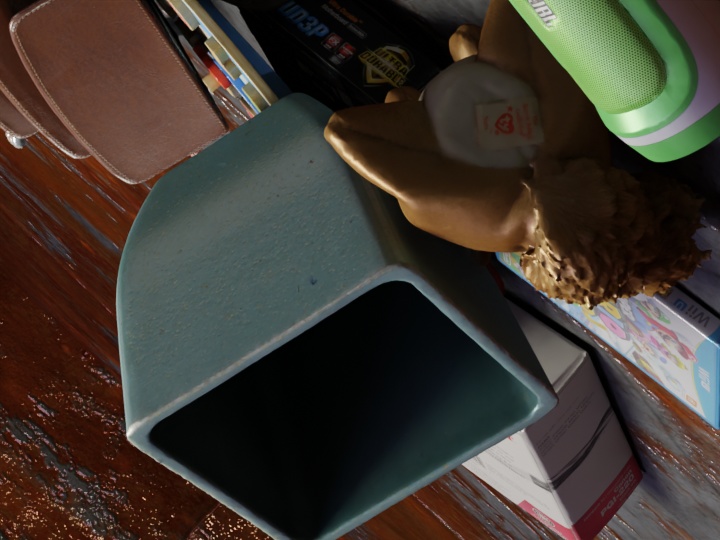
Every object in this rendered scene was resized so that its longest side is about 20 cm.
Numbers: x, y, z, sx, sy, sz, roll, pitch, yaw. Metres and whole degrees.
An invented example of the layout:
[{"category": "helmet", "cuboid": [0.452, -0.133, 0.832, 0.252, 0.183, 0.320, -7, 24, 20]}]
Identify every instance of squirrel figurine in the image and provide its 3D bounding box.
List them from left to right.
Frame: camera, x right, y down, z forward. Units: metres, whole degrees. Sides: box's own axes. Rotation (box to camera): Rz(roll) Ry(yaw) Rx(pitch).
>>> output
[{"category": "squirrel figurine", "cuboid": [0.097, -0.043, 1.405, 0.200, 0.142, 0.187, 43, 173, 14]}]

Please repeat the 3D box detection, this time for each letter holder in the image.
[{"category": "letter holder", "cuboid": [-0.197, -0.139, 1.604, 0.101, 0.142, 0.200, 59, -179, 35]}]

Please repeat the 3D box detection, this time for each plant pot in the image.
[{"category": "plant pot", "cuboid": [-0.030, 0.014, 1.493, 0.196, 0.196, 0.200, 41, -156, -47]}]

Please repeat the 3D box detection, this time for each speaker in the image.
[{"category": "speaker", "cuboid": [0.105, -0.148, 1.163, 0.200, 0.088, 0.088, 49, 166, -20]}]

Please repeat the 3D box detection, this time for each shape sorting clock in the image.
[{"category": "shape sorting clock", "cuboid": [-0.085, -0.133, 1.611, 0.200, 0.039, 0.200, 48, -179, -1]}]

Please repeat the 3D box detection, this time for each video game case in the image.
[{"category": "video game case", "cuboid": [0.163, 0.015, 1.626, 0.200, 0.018, 0.143, 38, 165, 22]}]

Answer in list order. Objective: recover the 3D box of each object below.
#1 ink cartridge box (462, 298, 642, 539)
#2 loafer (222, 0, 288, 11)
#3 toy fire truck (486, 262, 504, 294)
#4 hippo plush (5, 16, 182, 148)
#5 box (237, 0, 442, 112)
[{"category": "ink cartridge box", "cuboid": [0.120, 0.105, 1.882, 0.145, 0.085, 0.200, 34, 166, 34]}, {"category": "loafer", "cuboid": [-0.110, -0.240, 1.573, 0.200, 0.073, 0.071, 42, -168, 12]}, {"category": "toy fire truck", "cuboid": [0.000, 0.000, 1.744, 0.167, 0.112, 0.200, 20, 147, 26]}, {"category": "hippo plush", "cuboid": [-0.230, -0.180, 1.818, 0.160, 0.160, 0.200, -10, 170, 38]}, {"category": "box", "cuboid": [0.006, -0.110, 1.601, 0.200, 0.046, 0.159, 41, 168, 42]}]
